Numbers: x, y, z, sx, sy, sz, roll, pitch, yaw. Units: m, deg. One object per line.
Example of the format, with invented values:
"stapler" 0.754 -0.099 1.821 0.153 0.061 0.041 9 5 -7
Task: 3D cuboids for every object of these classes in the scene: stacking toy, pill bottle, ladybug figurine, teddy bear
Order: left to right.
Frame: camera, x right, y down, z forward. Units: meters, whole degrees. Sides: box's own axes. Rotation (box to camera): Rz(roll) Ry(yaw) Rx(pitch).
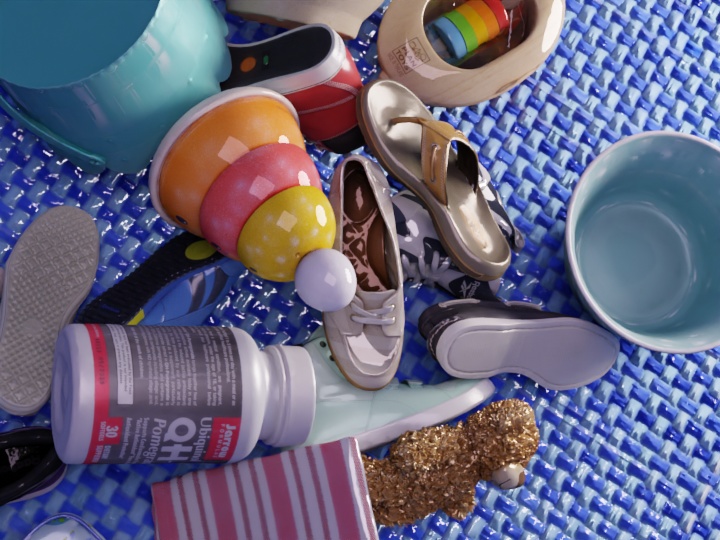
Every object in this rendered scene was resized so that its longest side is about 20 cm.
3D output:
"pill bottle" -0.142 0.099 1.284 0.198 0.111 0.112 2 77 -20
"stacking toy" -0.070 -0.041 1.306 0.146 0.147 0.200 -29 55 -17
"teddy bear" 0.061 0.176 1.350 0.198 0.146 0.067 -10 48 -14
"ladybug figurine" 0.096 -0.218 1.478 0.199 0.072 0.136 -29 86 -17

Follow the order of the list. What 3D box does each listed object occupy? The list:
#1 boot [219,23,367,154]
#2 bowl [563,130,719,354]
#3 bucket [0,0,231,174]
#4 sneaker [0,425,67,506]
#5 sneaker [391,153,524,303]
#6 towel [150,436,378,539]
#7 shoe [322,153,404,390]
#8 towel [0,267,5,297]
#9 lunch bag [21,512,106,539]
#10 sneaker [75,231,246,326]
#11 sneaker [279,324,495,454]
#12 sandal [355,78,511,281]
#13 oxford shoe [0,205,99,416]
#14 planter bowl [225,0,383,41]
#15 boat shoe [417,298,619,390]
"boot" -0.082 -0.140 1.424 0.199 0.144 0.073 -7 58 23
"bowl" 0.263 -0.016 1.456 0.199 0.105 0.202 3 77 -13
"bucket" -0.219 -0.198 1.331 0.206 0.135 0.209 -6 66 14
"sneaker" -0.331 0.174 1.288 0.199 0.088 0.076 -26 85 -17
"sneaker" 0.062 -0.004 1.420 0.199 0.080 0.130 -35 79 -27
"towel" -0.076 0.226 1.315 0.199 0.030 0.147 -15 79 20
"shoe" 0.000 0.000 1.344 0.069 0.053 0.202 -4 83 -4
"towel" -0.409 0.006 1.337 0.199 0.034 0.133 33 74 -5
"lunch bag" -0.255 0.309 1.280 0.161 0.082 0.200 44 73 0
"sneaker" -0.158 0.029 1.382 0.200 0.066 0.079 -39 130 -29
"sneaker" 0.015 0.092 1.393 0.199 0.074 0.119 -16 79 -17
"sandal" 0.073 -0.085 1.369 0.080 0.054 0.201 -29 83 -44
"oxford shoe" -0.271 0.035 1.352 0.075 0.058 0.201 16 60 -11
"planter bowl" -0.049 -0.279 1.408 0.199 0.200 0.136 11 95 -10
"boat shoe" 0.141 0.062 1.424 0.199 0.060 0.074 2 118 -30
